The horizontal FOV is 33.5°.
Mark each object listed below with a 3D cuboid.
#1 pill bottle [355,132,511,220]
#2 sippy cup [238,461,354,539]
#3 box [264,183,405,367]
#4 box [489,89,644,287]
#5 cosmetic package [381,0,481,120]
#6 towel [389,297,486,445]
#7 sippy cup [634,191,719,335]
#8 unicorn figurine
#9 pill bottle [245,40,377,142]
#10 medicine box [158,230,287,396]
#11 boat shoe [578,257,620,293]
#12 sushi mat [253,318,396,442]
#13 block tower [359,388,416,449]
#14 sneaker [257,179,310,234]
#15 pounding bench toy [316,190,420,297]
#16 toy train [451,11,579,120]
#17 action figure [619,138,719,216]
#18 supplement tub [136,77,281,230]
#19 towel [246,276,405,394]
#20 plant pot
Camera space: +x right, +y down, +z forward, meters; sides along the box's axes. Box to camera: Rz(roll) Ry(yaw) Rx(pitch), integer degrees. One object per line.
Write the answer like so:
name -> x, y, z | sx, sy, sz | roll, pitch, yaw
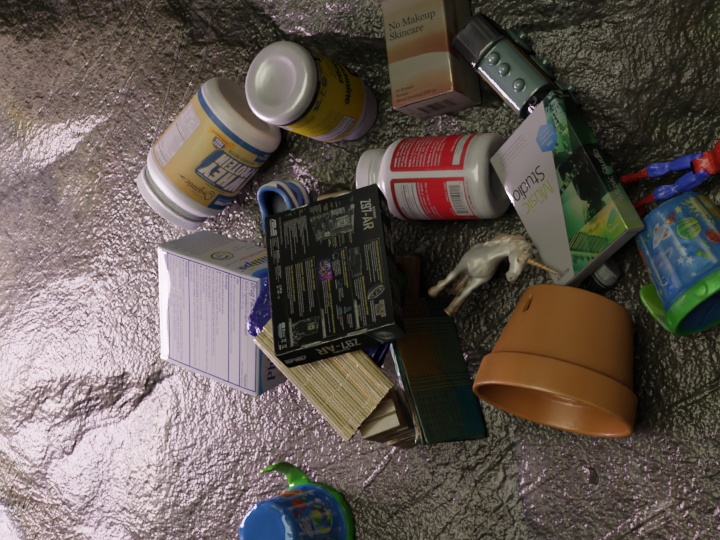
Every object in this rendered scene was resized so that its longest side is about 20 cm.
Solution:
pill bottle -> 0.099, -0.125, 1.615 | 0.198, 0.112, 0.114 | 1, 85, 32
sippy cup -> -0.097, 0.368, 1.670 | 0.177, 0.130, 0.140 | 38, 104, 29
box -> -0.035, 0.005, 1.490 | 0.159, 0.044, 0.202 | -16, 60, 15
box -> 0.247, -0.096, 1.457 | 0.144, 0.036, 0.201 | -50, 59, 47
cosmetic package -> 0.095, -0.322, 1.654 | 0.103, 0.087, 0.202 | -14, 77, 31
towel -> 0.094, 0.130, 1.570 | 0.022, 0.146, 0.202 | -29, 69, 36
sippy cup -> 0.392, -0.015, 1.398 | 0.177, 0.139, 0.131 | -36, 65, 20
unicorn figurine -> 0.153, 0.000, 1.534 | 0.137, 0.200, 0.074 | -43, 106, 4
pill bottle -> -0.061, -0.243, 1.676 | 0.112, 0.199, 0.114 | -4, 83, 31
medicine box -> -0.191, 0.059, 1.747 | 0.199, 0.103, 0.184 | 17, 115, 31
boat shoe -> 0.251, -0.053, 1.535 | 0.071, 0.072, 0.201 | -38, 67, 22
sushi mat -> -0.048, 0.114, 1.495 | 0.200, 0.012, 0.096 | 44, 102, 29
block tower -> 0.049, 0.194, 1.565 | 0.057, 0.200, 0.054 | -21, 73, 12
sneaker -> -0.100, -0.042, 1.747 | 0.074, 0.082, 0.201 | -30, 72, 24
pounding bench toy -> 0.000, 0.000, 1.636 | 0.123, 0.156, 0.202 | 1, 86, 32
toy train -> 0.204, -0.253, 1.563 | 0.085, 0.114, 0.201 | -46, 63, 19
action figure -> 0.423, -0.125, 1.450 | 0.199, 0.098, 0.066 | -25, 74, 51
supplement tub -> -0.230, -0.174, 1.806 | 0.200, 0.144, 0.145 | -47, 64, 19
towel -> -0.043, 0.058, 1.541 | 0.199, 0.049, 0.149 | 28, 93, 31
plant pot -> 0.250, 0.106, 1.460 | 0.199, 0.200, 0.141 | 9, 73, 32
